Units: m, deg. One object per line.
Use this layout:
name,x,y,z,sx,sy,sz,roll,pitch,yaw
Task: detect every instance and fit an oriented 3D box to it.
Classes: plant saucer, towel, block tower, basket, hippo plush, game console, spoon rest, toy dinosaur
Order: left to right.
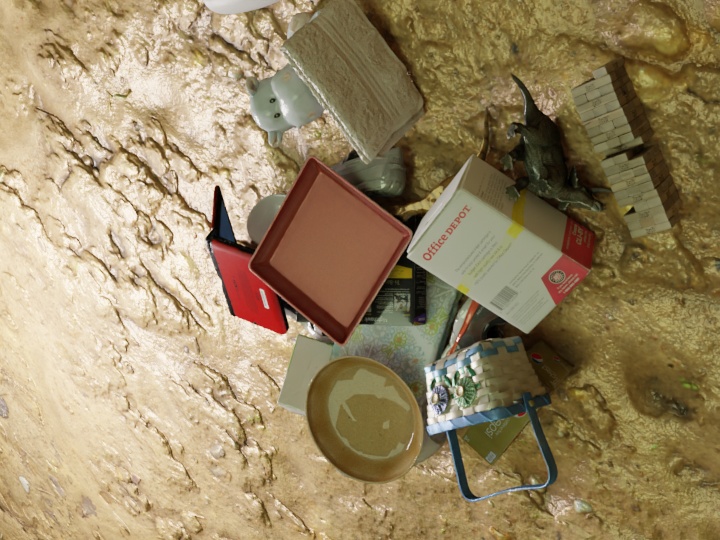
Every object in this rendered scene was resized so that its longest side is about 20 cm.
game console,-0.181,-0.016,1.468,0.170,0.119,0.202,19,146,22
hippo plush,-0.093,-0.272,1.242,0.198,0.160,0.162,-7,109,42
spoon rest,-0.096,-0.055,1.423,0.198,0.100,0.061,31,163,16
plant saucer,-0.042,-0.029,1.283,0.199,0.037,0.202,38,108,18
towel,-0.005,-0.255,1.178,0.201,0.133,0.034,50,153,-14
plant saucer,0.010,0.220,1.328,0.197,0.035,0.204,7,106,25
towel,0.053,0.085,1.349,0.169,0.048,0.203,21,97,26
toy dinosaur,0.131,-0.110,1.201,0.199,0.061,0.106,-39,116,21
basket,0.172,0.203,1.194,0.176,0.138,0.203,-31,75,48
toy dinosaur,0.223,-0.145,1.101,0.077,0.102,0.202,-30,86,46
block tower,0.314,-0.144,1.044,0.057,0.054,0.203,-16,101,43

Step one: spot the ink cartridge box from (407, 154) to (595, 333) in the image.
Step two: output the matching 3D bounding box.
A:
ink cartridge box,0.182,-0.033,1.152,0.198,0.084,0.146,32,134,-6

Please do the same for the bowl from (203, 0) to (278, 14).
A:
bowl,-0.186,-0.476,1.272,0.198,0.074,0.203,-5,111,40

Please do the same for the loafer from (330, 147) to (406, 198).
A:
loafer,-0.007,-0.143,1.318,0.198,0.069,0.071,0,78,45

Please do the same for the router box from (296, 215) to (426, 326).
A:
router box,0.000,0.000,1.319,0.197,0.052,0.160,1,90,24

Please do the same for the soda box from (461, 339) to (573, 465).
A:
soda box,0.228,0.195,1.294,0.064,0.067,0.201,41,133,15

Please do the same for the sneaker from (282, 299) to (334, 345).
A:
sneaker,-0.067,0.044,1.455,0.198,0.073,0.113,25,129,29

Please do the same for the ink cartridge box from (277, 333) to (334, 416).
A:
ink cartridge box,-0.082,0.184,1.478,0.066,0.119,0.200,16,169,5

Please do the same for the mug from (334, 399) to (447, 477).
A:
mug,0.041,0.223,1.422,0.173,0.147,0.204,-16,86,32

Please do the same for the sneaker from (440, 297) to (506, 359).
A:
sneaker,0.167,0.127,1.307,0.081,0.077,0.202,27,130,16
